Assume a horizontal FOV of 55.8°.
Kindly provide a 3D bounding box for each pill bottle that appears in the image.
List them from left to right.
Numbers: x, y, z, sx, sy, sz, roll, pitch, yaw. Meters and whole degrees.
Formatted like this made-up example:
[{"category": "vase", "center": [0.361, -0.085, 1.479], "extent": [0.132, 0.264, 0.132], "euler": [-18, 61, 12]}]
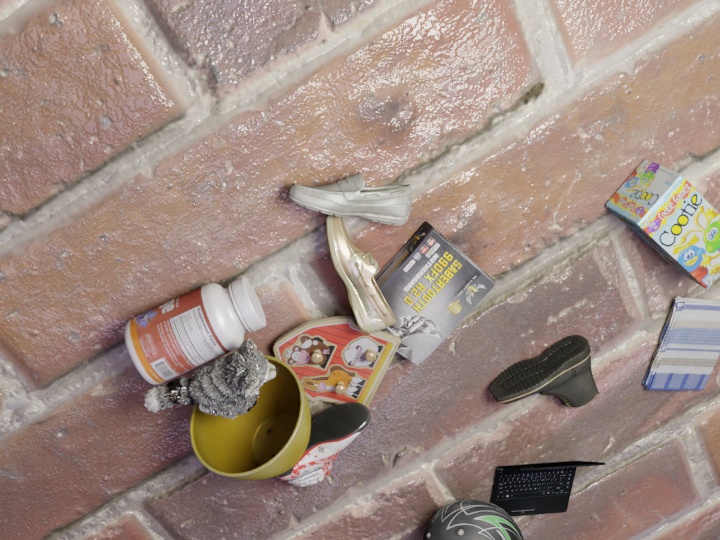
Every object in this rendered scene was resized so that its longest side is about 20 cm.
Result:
[{"category": "pill bottle", "center": [-0.255, 0.089, 1.066], "extent": [0.198, 0.112, 0.113], "euler": [-24, 115, -1]}]

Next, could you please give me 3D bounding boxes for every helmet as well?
[{"category": "helmet", "center": [0.219, 0.539, 1.308], "extent": [0.198, 0.192, 0.200], "euler": [-21, 160, -8]}]

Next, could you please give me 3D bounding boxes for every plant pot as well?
[{"category": "plant pot", "center": [-0.160, 0.263, 1.132], "extent": [0.199, 0.201, 0.142], "euler": [-29, 142, 2]}]

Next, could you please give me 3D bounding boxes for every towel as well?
[{"category": "towel", "center": [0.635, 0.144, 1.312], "extent": [0.145, 0.024, 0.202], "euler": [3, 114, -15]}]

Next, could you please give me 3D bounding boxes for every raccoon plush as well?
[{"category": "raccoon plush", "center": [-0.222, 0.174, 1.015], "extent": [0.198, 0.134, 0.097], "euler": [-21, 72, -18]}]

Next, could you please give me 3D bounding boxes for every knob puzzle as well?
[{"category": "knob puzzle", "center": [-0.053, 0.159, 1.154], "extent": [0.217, 0.031, 0.221], "euler": [0, 125, 0]}]

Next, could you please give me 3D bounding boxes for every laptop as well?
[{"category": "laptop", "center": [0.362, 0.434, 1.338], "extent": [0.175, 0.103, 0.202], "euler": [0, 113, -10]}]

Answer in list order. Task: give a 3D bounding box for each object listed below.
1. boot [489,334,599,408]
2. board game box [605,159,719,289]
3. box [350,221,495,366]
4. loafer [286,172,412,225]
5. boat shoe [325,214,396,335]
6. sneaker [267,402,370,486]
[{"category": "boot", "center": [0.352, 0.226, 1.266], "extent": [0.199, 0.078, 0.139], "euler": [-26, 120, 2]}, {"category": "board game box", "center": [0.535, -0.079, 1.151], "extent": [0.199, 0.105, 0.103], "euler": [35, 102, -23]}, {"category": "box", "center": [0.104, 0.043, 1.150], "extent": [0.158, 0.048, 0.200], "euler": [38, 102, -22]}, {"category": "loafer", "center": [-0.014, -0.118, 1.052], "extent": [0.198, 0.070, 0.070], "euler": [6, 105, -20]}, {"category": "boat shoe", "center": [0.000, 0.000, 1.078], "extent": [0.064, 0.072, 0.202], "euler": [-20, 94, 9]}, {"category": "sneaker", "center": [-0.061, 0.314, 1.218], "extent": [0.200, 0.067, 0.108], "euler": [-32, 142, -1]}]
